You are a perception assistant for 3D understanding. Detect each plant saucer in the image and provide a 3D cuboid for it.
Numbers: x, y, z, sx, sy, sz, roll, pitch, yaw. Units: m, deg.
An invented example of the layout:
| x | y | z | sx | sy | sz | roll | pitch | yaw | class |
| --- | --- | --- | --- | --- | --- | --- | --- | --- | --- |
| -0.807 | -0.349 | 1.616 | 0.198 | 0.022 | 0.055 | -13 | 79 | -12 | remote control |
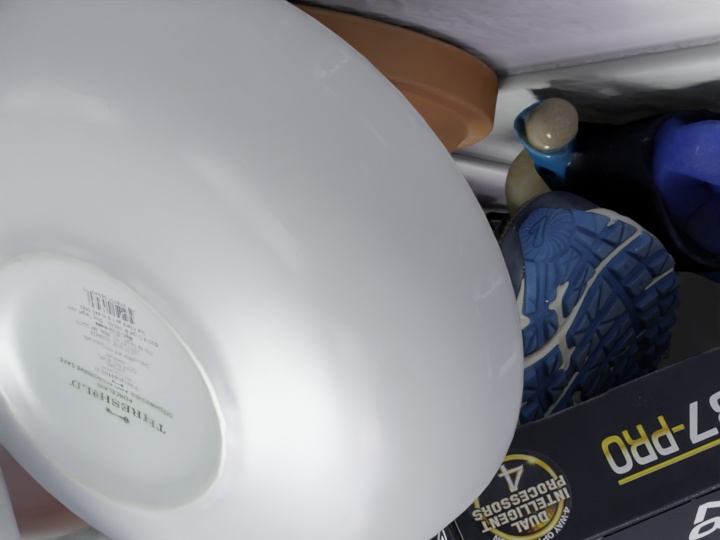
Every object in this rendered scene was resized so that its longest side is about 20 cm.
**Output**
| x | y | z | sx | sy | sz | roll | pitch | yaw | class |
| --- | --- | --- | --- | --- | --- | --- | --- | --- | --- |
| -0.055 | -0.055 | 0.833 | 0.198 | 0.033 | 0.200 | 6 | 174 | 1 | plant saucer |

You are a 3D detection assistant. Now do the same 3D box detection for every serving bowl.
| x | y | z | sx | sy | sz | roll | pitch | yaw | class |
| --- | --- | --- | --- | --- | --- | --- | --- | --- | --- |
| -0.055 | 0.014 | 0.721 | 0.199 | 0.201 | 0.066 | 0 | -149 | 38 | serving bowl |

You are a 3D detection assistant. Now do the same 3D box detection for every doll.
| x | y | z | sx | sy | sz | roll | pitch | yaw | class |
| --- | --- | --- | --- | --- | --- | --- | --- | --- | --- |
| 0.116 | -0.024 | 0.854 | 0.136 | 0.049 | 0.199 | 33 | 162 | -30 | doll |

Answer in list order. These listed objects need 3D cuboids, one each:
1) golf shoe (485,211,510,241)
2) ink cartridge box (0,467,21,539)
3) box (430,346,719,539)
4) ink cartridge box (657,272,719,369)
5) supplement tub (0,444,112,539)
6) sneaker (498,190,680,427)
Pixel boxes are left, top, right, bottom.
| x | y | z | sx | sy | sz | roll | pitch | yaw | class |
| --- | --- | --- | --- | --- | --- | --- | --- | --- | --- |
| 0.000 | 0.000 | 1.072 | 0.094 | 0.078 | 0.200 | 3 | 172 | 22 | golf shoe |
| -0.172 | 0.101 | 0.799 | 0.087 | 0.201 | 0.145 | -3 | 149 | -36 | ink cartridge box |
| 0.097 | 0.089 | 0.877 | 0.160 | 0.049 | 0.200 | -22 | 157 | -11 | box |
| 0.206 | 0.011 | 0.952 | 0.145 | 0.085 | 0.199 | 11 | 172 | -40 | ink cartridge box |
| -0.118 | 0.150 | 1.021 | 0.121 | 0.201 | 0.123 | -5 | -149 | 3 | supplement tub |
| 0.058 | 0.024 | 0.894 | 0.085 | 0.077 | 0.200 | 38 | 165 | 24 | sneaker |
